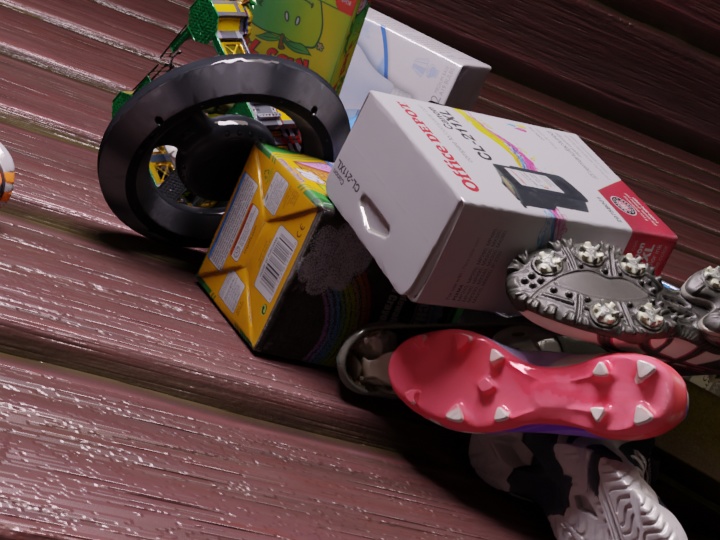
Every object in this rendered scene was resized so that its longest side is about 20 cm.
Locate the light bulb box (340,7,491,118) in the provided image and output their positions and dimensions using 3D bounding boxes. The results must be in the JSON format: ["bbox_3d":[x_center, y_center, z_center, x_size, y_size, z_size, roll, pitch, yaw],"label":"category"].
[{"bbox_3d":[0.000,-0.171,1.594,0.199,0.199,0.125,28,13,15],"label":"light bulb box"}]

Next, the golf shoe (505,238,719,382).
[{"bbox_3d":[0.182,0.038,0.991,0.198,0.088,0.078,9,47,-15],"label":"golf shoe"}]

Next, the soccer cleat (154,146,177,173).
[{"bbox_3d":[-0.164,-0.108,1.401,0.086,0.070,0.200,-13,37,-31],"label":"soccer cleat"}]

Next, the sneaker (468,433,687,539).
[{"bbox_3d":[0.178,0.148,1.008,0.129,0.080,0.199,3,15,-36],"label":"sneaker"}]

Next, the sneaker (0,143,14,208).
[{"bbox_3d":[-0.342,-0.104,1.042,0.199,0.078,0.112,29,14,16],"label":"sneaker"}]

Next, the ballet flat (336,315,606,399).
[{"bbox_3d":[0.080,0.067,1.056,0.198,0.068,0.064,-1,2,10],"label":"ballet flat"}]

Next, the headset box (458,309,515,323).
[{"bbox_3d":[0.106,0.012,1.377,0.148,0.078,0.200,23,13,-5],"label":"headset box"}]

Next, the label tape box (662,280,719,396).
[{"bbox_3d":[0.221,0.059,1.192,0.144,0.064,0.200,29,-9,35],"label":"label tape box"}]

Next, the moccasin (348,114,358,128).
[{"bbox_3d":[0.017,-0.086,1.294,0.069,0.080,0.200,63,19,8],"label":"moccasin"}]

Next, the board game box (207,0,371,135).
[{"bbox_3d":[-0.063,-0.183,1.295,0.101,0.201,0.048,27,39,7],"label":"board game box"}]

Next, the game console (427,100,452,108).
[{"bbox_3d":[0.144,-0.097,1.352,0.176,0.031,0.200,26,6,-12],"label":"game console"}]

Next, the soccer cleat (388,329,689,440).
[{"bbox_3d":[0.115,0.078,0.977,0.198,0.067,0.076,2,-12,27],"label":"soccer cleat"}]

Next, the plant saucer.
[{"bbox_3d":[0.235,0.126,1.129,0.199,0.048,0.200,29,-10,30],"label":"plant saucer"}]

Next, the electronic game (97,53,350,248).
[{"bbox_3d":[-0.104,-0.088,1.159,0.199,0.200,0.042,14,41,-35],"label":"electronic game"}]

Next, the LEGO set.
[{"bbox_3d":[-0.107,-0.135,1.271,0.115,0.200,0.154,-9,59,-46],"label":"LEGO set"}]

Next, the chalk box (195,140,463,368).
[{"bbox_3d":[0.000,0.000,1.151,0.199,0.126,0.124,15,18,-36],"label":"chalk box"}]

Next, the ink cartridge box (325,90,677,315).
[{"bbox_3d":[0.097,-0.041,1.047,0.199,0.083,0.146,8,32,-36],"label":"ink cartridge box"}]
